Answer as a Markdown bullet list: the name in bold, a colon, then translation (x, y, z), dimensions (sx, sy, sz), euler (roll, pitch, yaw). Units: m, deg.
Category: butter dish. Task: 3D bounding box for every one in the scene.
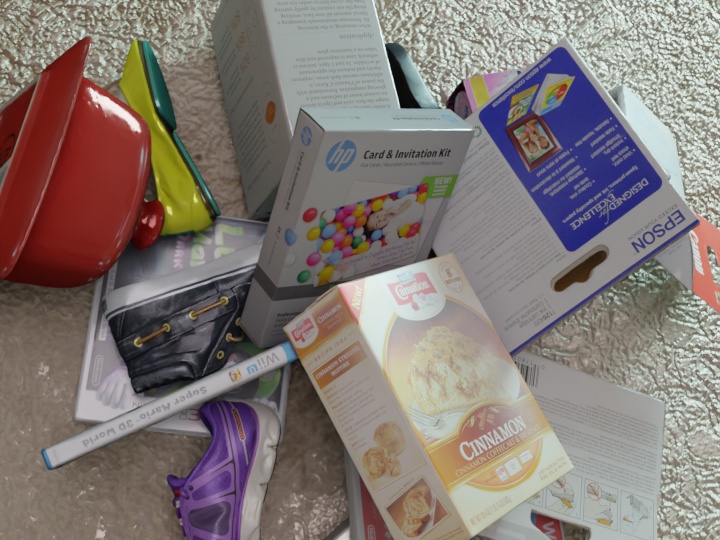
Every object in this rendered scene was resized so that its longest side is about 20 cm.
- **butter dish**: translation (-0.231, -0.060, 0.873), dimensions (0.148, 0.200, 0.200), euler (24, 71, -30)

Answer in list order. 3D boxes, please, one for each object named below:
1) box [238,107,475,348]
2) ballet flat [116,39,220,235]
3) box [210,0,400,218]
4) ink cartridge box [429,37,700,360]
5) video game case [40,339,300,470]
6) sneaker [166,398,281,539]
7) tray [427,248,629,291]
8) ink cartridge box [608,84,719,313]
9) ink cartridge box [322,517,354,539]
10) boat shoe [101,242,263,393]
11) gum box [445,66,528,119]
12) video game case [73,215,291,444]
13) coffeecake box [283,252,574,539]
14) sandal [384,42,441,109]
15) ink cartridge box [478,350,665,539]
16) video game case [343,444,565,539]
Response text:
- **box**: translation (-0.004, -0.035, 0.871), dimensions (0.156, 0.201, 0.041), euler (-6, 36, -38)
- **ballet flat**: translation (-0.190, -0.118, 0.958), dimensions (0.067, 0.067, 0.201), euler (-24, 72, -1)
- **box**: translation (-0.051, -0.166, 0.950), dimensions (0.106, 0.152, 0.201), euler (-8, 78, -23)
- **ink cartridge box**: translation (0.150, -0.056, 0.893), dimensions (0.197, 0.047, 0.200), euler (-38, 67, 19)
- **video game case**: translation (-0.151, 0.108, 0.849), dimensions (0.199, 0.143, 0.018), euler (-24, 86, -15)
- **sneaker**: translation (-0.124, 0.205, 0.881), dimensions (0.083, 0.081, 0.201), euler (12, 74, -11)
- **tray**: translation (0.125, -0.003, 0.950), dimensions (0.199, 0.037, 0.099), euler (-23, 78, 22)
- **ink cartridge box**: translation (0.293, -0.059, 0.978), dimensions (0.200, 0.047, 0.160), euler (37, 35, -19)
- **ink cartridge box**: translation (-0.011, 0.287, 0.890), dimensions (0.200, 0.068, 0.117), euler (-40, 85, -18)
- **boat shoe**: translation (-0.114, 0.037, 0.917), dimensions (0.200, 0.071, 0.091), euler (-18, 84, -9)
- **gum box**: translation (0.168, -0.091, 1.022), dimensions (0.113, 0.066, 0.201), euler (-13, 79, -14)
- **video game case**: translation (-0.148, 0.046, 0.951), dimensions (0.181, 0.023, 0.201), euler (8, 74, -9)
- **coffeecake box**: translation (0.055, 0.099, 0.821), dimensions (0.153, 0.073, 0.200), euler (-16, 73, -50)
- **sandal**: translation (0.057, -0.124, 1.007), dimensions (0.043, 0.076, 0.200), euler (-23, 70, -35)
- **ink cartridge box**: translation (0.170, 0.170, 0.935), dimensions (0.199, 0.045, 0.177), euler (20, 61, -15)
- **video game case**: translation (0.082, 0.186, 0.920), dimensions (0.199, 0.017, 0.143), euler (7, 60, -23)
